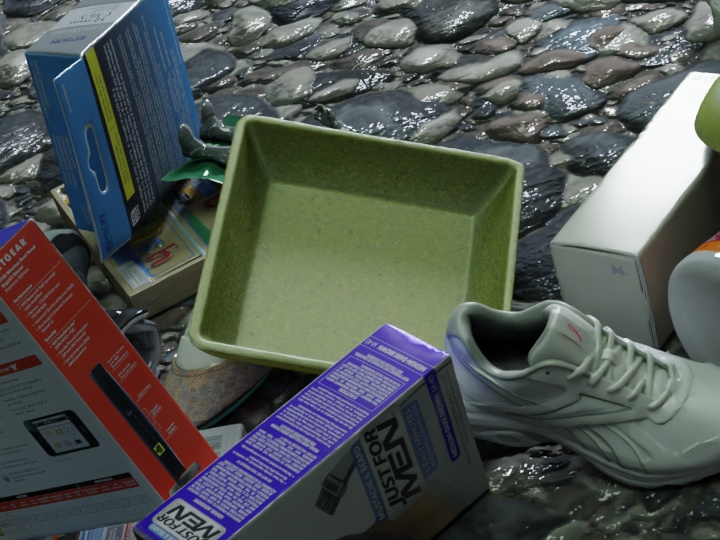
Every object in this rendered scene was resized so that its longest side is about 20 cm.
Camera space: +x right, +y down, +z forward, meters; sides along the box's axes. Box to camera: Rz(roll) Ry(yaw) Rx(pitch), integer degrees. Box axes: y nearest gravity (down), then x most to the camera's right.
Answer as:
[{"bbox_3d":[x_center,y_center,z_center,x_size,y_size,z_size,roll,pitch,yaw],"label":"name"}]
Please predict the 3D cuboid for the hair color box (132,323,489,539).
[{"bbox_3d":[-0.023,0.135,1.099,0.200,0.110,0.065,-37,40,-24],"label":"hair color box"}]

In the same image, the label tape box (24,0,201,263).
[{"bbox_3d":[-0.190,-0.111,1.418,0.066,0.144,0.200,-3,27,21],"label":"label tape box"}]

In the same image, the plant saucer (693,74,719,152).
[{"bbox_3d":[0.304,-0.119,1.196,0.199,0.031,0.200,-12,22,5],"label":"plant saucer"}]

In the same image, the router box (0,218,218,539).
[{"bbox_3d":[-0.203,0.072,1.126,0.199,0.180,0.049,-15,27,47],"label":"router box"}]

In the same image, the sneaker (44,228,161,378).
[{"bbox_3d":[-0.191,0.039,1.353,0.113,0.076,0.200,-3,35,10],"label":"sneaker"}]

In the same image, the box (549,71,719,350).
[{"bbox_3d":[0.206,-0.042,1.261,0.068,0.082,0.200,12,44,36],"label":"box"}]

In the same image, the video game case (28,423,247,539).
[{"bbox_3d":[-0.173,0.164,1.212,0.199,0.018,0.144,-11,36,12],"label":"video game case"}]

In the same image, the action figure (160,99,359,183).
[{"bbox_3d":[-0.036,-0.084,1.444,0.199,0.055,0.118,12,36,17],"label":"action figure"}]

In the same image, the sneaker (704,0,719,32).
[{"bbox_3d":[0.298,-0.252,1.500,0.099,0.078,0.200,-12,34,16],"label":"sneaker"}]

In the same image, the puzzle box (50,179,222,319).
[{"bbox_3d":[-0.148,-0.043,1.481,0.133,0.026,0.200,-28,35,-13],"label":"puzzle box"}]

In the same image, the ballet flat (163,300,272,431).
[{"bbox_3d":[-0.074,0.034,1.300,0.200,0.067,0.068,-38,30,-26],"label":"ballet flat"}]

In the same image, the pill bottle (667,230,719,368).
[{"bbox_3d":[0.288,-0.011,1.150,0.200,0.110,0.109,-35,37,-22],"label":"pill bottle"}]

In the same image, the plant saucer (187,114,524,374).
[{"bbox_3d":[0.000,0.000,1.261,0.198,0.048,0.201,10,51,0],"label":"plant saucer"}]

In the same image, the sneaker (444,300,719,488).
[{"bbox_3d":[0.135,0.064,1.112,0.199,0.100,0.078,7,55,18],"label":"sneaker"}]
